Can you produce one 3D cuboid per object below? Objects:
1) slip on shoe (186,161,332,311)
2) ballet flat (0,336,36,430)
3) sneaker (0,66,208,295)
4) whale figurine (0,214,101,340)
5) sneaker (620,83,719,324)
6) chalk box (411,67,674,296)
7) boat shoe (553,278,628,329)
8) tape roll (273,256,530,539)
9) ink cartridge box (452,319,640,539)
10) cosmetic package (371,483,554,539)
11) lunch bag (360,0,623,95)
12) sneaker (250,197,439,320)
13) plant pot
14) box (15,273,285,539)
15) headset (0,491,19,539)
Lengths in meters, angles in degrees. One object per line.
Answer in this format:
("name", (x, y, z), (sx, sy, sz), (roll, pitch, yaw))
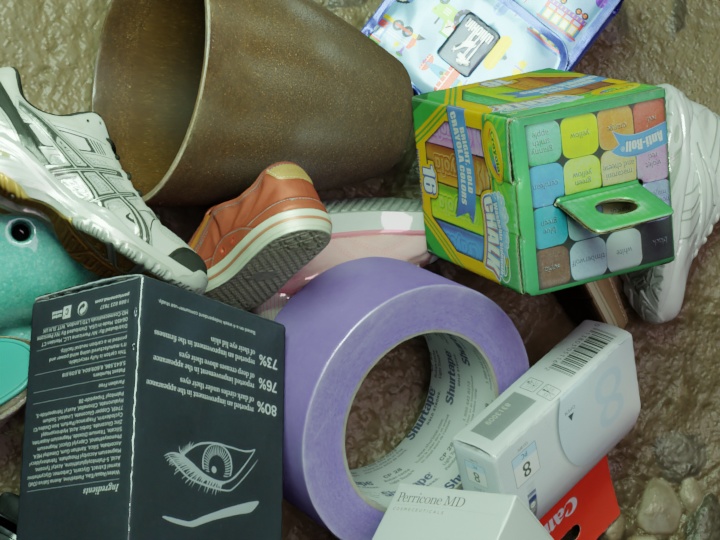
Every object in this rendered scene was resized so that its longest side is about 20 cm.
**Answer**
("slip on shoe", (-0.089, -0.013, 1.012), (0.074, 0.200, 0.062), (3, 64, -37))
("ballet flat", (-0.295, 0.101, 0.968), (0.198, 0.067, 0.068), (-19, 60, -1))
("sneaker", (-0.173, -0.057, 0.936), (0.199, 0.076, 0.088), (34, 64, -17))
("whale figurine", (-0.266, -0.002, 0.987), (0.199, 0.104, 0.160), (-31, 94, -19))
("sneaker", (0.274, -0.051, 1.207), (0.099, 0.078, 0.202), (12, 80, -22))
("chalk box", (0.135, -0.063, 1.004), (0.124, 0.200, 0.125), (-13, 106, -21))
("boat shoe", (0.172, -0.040, 1.168), (0.066, 0.074, 0.201), (-27, 93, -15))
("tape roll", (0.022, 0.097, 1.050), (0.199, 0.085, 0.202), (-10, 109, -31))
("ink cartridge box", (0.151, 0.162, 1.085), (0.160, 0.047, 0.201), (-37, 127, -32))
("cosmetic package", (0.043, 0.246, 0.953), (0.081, 0.112, 0.201), (49, 54, -34))
("lunch bag", (0.101, -0.194, 1.145), (0.150, 0.094, 0.201), (36, 78, 5))
("sneaker", (0.000, 0.000, 1.106), (0.199, 0.075, 0.106), (-5, 102, -30))
("plant pot", (-0.067, -0.126, 1.051), (0.199, 0.186, 0.189), (8, 80, -34))
("box", (-0.132, 0.121, 0.938), (0.148, 0.104, 0.202), (24, 61, -50))
("headset", (-0.206, 0.175, 1.017), (0.123, 0.094, 0.201), (-30, 78, -16))
